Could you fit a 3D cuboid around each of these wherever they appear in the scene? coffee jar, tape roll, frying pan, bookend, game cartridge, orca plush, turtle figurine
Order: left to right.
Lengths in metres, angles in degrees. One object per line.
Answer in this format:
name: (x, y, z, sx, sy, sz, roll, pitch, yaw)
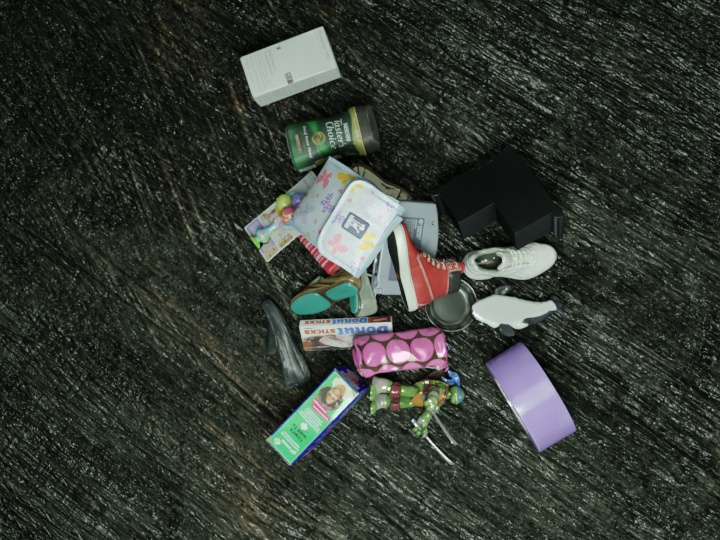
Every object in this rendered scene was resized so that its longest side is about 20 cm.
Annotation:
coffee jar: (-0.058, -0.289, 1.460, 0.198, 0.085, 0.105, -15, 85, 4)
game cartridge: (0.097, -0.048, 1.411, 0.132, 0.041, 0.202, 3, 104, -19)
turtle figurine: (0.113, 0.294, 1.378, 0.192, 0.144, 0.202, 6, 83, 8)
frying pan: (0.226, 0.056, 1.438, 0.189, 0.031, 0.116, -25, 86, -7)
bookend: (0.279, -0.116, 1.376, 0.198, 0.092, 0.201, -29, 61, 1)
orca plush: (0.319, 0.085, 1.414, 0.198, 0.071, 0.106, -18, 74, -14)
tape roll: (0.335, 0.249, 1.330, 0.085, 0.200, 0.201, -32, 84, 3)

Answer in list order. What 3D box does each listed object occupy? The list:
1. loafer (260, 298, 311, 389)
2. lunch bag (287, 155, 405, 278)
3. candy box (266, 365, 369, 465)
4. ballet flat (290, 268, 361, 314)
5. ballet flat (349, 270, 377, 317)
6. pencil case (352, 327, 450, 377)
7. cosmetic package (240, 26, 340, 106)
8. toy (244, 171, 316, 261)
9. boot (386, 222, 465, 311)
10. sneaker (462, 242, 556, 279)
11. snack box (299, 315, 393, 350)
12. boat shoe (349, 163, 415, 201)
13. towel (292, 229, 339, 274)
loafer: (-0.174, 0.159, 1.451, 0.070, 0.068, 0.202, -25, 88, -6)
lunch bag: (-0.023, -0.105, 1.324, 0.200, 0.127, 0.170, 41, 100, 36)
candy box: (-0.082, 0.294, 1.383, 0.077, 0.169, 0.200, 42, 91, 10)
ballet flat: (-0.070, 0.036, 1.434, 0.068, 0.199, 0.073, 38, 47, -27)
ballet flat: (0.000, 0.000, 1.454, 0.063, 0.067, 0.202, -4, 80, -23)
pencil case: (0.082, 0.172, 1.389, 0.198, 0.091, 0.095, -7, 72, -4)
cosmetic package: (-0.154, -0.451, 1.487, 0.198, 0.074, 0.103, -20, 85, 5)
toy: (-0.162, -0.126, 1.460, 0.200, 0.047, 0.115, -42, 59, 5)
boot: (0.138, -0.027, 1.367, 0.143, 0.073, 0.201, -21, 120, -6)
sneaker: (0.314, -0.017, 1.399, 0.198, 0.099, 0.079, -9, 86, 5)
snack box: (-0.029, 0.136, 1.442, 0.198, 0.024, 0.072, -3, 126, 5)
boat shoe: (0.054, -0.159, 1.450, 0.200, 0.066, 0.074, 41, 93, -2)
towel: (-0.067, -0.101, 1.445, 0.144, 0.022, 0.200, -43, 58, 3)
